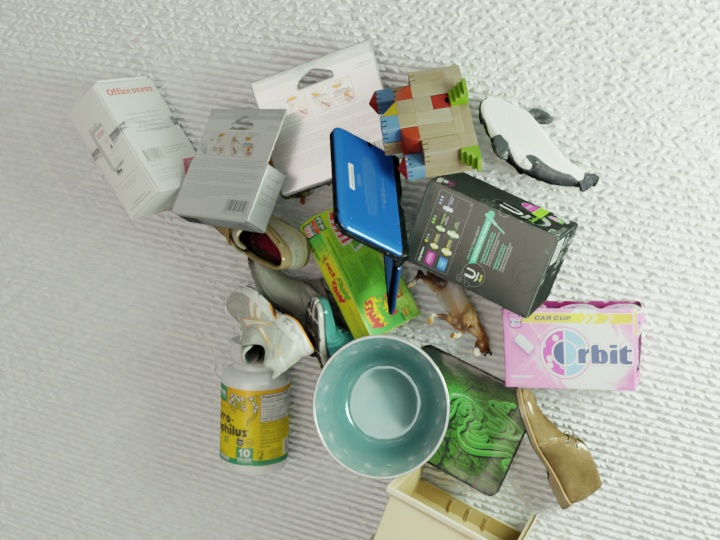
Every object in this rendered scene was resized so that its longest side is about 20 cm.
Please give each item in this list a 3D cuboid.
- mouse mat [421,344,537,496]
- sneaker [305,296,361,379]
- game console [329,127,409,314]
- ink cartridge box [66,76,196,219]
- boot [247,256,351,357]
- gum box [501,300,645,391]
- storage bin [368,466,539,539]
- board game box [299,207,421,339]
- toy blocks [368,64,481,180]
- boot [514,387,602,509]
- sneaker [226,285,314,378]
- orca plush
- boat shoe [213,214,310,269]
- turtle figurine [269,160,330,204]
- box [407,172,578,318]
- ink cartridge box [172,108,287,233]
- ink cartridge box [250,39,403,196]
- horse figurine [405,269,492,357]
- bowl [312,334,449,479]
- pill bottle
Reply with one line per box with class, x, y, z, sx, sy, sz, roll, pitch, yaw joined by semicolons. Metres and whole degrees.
mouse mat;0.148;0.222;1.625;0.197;0.008;0.163;25;86;16
sneaker;-0.032;0.119;1.651;0.078;0.078;0.203;-24;123;-7
game console;0.004;-0.069;1.517;0.169;0.202;0.118;24;130;-28
ink cartridge box;-0.347;-0.196;1.712;0.082;0.146;0.202;-36;84;30
boot;-0.074;0.025;1.678;0.130;0.068;0.201;-33;102;19
gum box;0.305;0.105;1.540;0.196;0.066;0.116;0;99;22
storage bin;0.140;0.370;1.576;0.197;0.198;0.095;25;105;16
board game box;0.000;0.000;1.625;0.047;0.101;0.203;-30;86;57
toy blocks;0.085;-0.204;1.508;0.134;0.101;0.203;-9;56;0
boot;0.283;0.245;1.562;0.074;0.074;0.202;-25;108;14
sneaker;-0.160;0.094;1.639;0.199;0.092;0.076;29;152;47
orca plush;0.246;-0.166;1.540;0.197;0.071;0.106;27;62;10
boat shoe;-0.167;-0.060;1.634;0.198;0.066;0.075;26;116;29
turtle figurine;-0.150;-0.113;1.691;0.197;0.064;0.164;21;105;18
box;0.182;-0.042;1.523;0.197;0.148;0.126;25;108;16
ink cartridge box;-0.185;-0.152;1.616;0.198;0.043;0.176;9;75;47
ink cartridge box;-0.048;-0.224;1.615;0.196;0.044;0.177;-18;87;9
horse figurine;0.122;0.037;1.586;0.050;0.132;0.202;-40;70;27
bowl;0.032;0.198;1.587;0.196;0.105;0.205;0;85;4
pill bottle;-0.167;0.210;1.722;0.111;0.113;0.204;7;101;20
